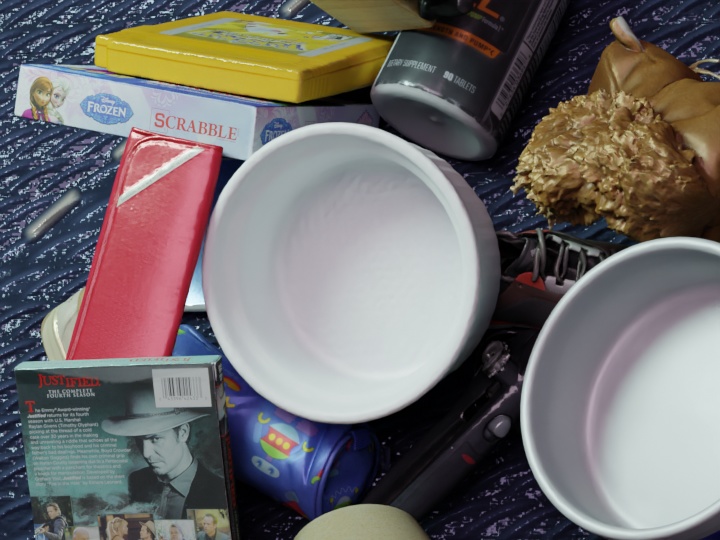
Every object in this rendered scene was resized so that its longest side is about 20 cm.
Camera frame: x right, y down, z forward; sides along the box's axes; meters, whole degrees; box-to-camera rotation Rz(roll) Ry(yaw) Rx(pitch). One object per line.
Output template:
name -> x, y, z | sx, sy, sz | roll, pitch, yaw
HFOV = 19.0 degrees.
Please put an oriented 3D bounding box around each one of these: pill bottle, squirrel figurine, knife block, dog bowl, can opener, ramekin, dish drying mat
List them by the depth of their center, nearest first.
dog bowl -> 0.206, 0.084, 1.381 | 0.199, 0.079, 0.201 | -17, 62, 33
dish drying mat -> -0.151, 0.005, 1.464 | 0.076, 0.018, 0.201 | 13, 85, 19
ramekin -> 0.000, 0.000, 1.474 | 0.200, 0.098, 0.202 | 1, 93, 20
squirrel figurine -> 0.203, -0.093, 1.477 | 0.199, 0.142, 0.187 | -10, 44, -32
can opener -> 0.072, 0.118, 1.480 | 0.200, 0.079, 0.063 | -45, 18, 4
knife block -> 0.026, -0.207, 1.535 | 0.200, 0.064, 0.176 | -43, 24, 35
pill bottle -> 0.094, -0.191, 1.603 | 0.106, 0.106, 0.201 | 18, 72, 25

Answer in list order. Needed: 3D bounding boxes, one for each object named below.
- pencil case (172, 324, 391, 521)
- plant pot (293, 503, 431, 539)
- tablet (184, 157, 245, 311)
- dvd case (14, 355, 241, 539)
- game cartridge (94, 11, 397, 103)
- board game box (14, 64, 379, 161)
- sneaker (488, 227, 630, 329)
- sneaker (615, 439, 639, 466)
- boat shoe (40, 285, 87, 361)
pencil case -> -0.078, 0.107, 1.534 | 0.199, 0.078, 0.087 | 26, 101, 27
plant pot -> 0.014, 0.258, 1.392 | 0.187, 0.188, 0.201 | -20, 47, 9
tablet -> -0.101, -0.028, 1.645 | 0.199, 0.014, 0.131 | -1, 65, 17
dvd case -> -0.152, 0.158, 1.444 | 0.145, 0.022, 0.201 | -3, 103, 15
game cartridge -> -0.078, -0.162, 1.606 | 0.176, 0.200, 0.033 | 11, 104, 22
board game box -> -0.116, -0.118, 1.586 | 0.199, 0.199, 0.041 | 12, 99, 24
sneaker -> 0.140, 0.008, 1.507 | 0.199, 0.082, 0.077 | 0, 66, 19
sneaker -> 0.263, 0.099, 1.426 | 0.199, 0.077, 0.076 | -15, 64, 14
boat shoe -> -0.153, 0.097, 1.490 | 0.069, 0.074, 0.200 | -42, 74, 37
